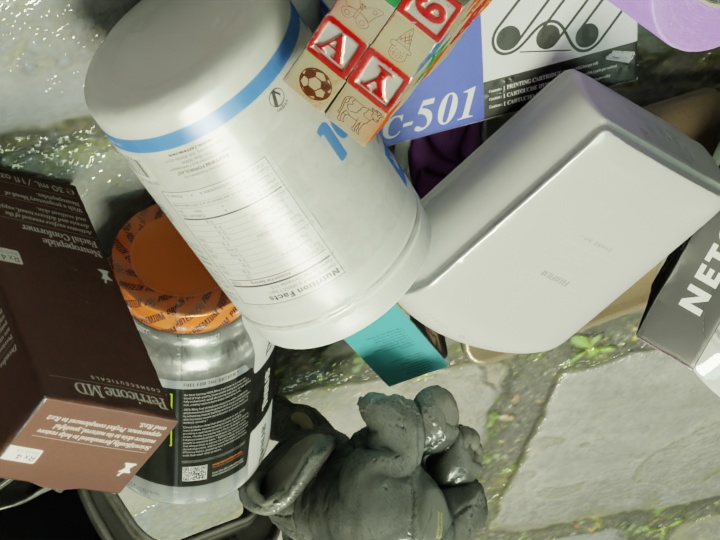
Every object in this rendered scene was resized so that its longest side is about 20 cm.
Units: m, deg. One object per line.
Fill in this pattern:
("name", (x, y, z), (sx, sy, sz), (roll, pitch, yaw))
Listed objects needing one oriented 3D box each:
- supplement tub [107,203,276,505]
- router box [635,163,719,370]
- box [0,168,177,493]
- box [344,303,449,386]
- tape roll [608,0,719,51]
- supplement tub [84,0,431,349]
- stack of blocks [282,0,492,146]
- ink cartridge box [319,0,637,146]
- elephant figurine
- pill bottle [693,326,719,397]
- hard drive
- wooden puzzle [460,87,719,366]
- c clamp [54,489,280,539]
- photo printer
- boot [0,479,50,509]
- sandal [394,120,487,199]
("supplement tub", (-0.116, 0.054, 1.476), (0.122, 0.123, 0.200), (-15, 145, -17))
("router box", (0.263, -0.043, 1.551), (0.201, 0.051, 0.149), (-62, 176, 18))
("box", (-0.195, 0.031, 1.324), (0.100, 0.200, 0.075), (14, 129, -43))
("box", (0.000, 0.000, 1.504), (0.049, 0.083, 0.200), (-18, 150, 14))
("tape roll", (0.220, -0.232, 1.329), (0.200, 0.066, 0.201), (-34, 147, -25))
("supplement tub", (-0.058, -0.066, 1.305), (0.132, 0.132, 0.200), (-31, 125, 7))
("stack of blocks", (0.047, -0.169, 1.252), (0.115, 0.058, 0.200), (-53, 178, 42))
("ink cartridge box", (0.076, -0.144, 1.396), (0.199, 0.044, 0.094), (-16, 126, -16))
("elephant figurine", (-0.020, 0.158, 1.565), (0.199, 0.142, 0.155), (-11, -179, 33))
("pill bottle", (0.333, 0.004, 1.719), (0.200, 0.115, 0.114), (-39, 144, 16))
("hard drive", (-0.213, 0.197, 1.541), (0.134, 0.200, 0.043), (9, 111, -40))
("wooden puzzle", (0.159, -0.037, 1.595), (0.185, 0.046, 0.201), (-18, 141, -31))
("c clamp", (-0.144, 0.142, 1.572), (0.200, 0.171, 0.027), (-6, 146, -50))
("photo printer", (0.119, -0.027, 1.457), (0.200, 0.070, 0.166), (-41, 142, 22))
("boot", (-0.256, 0.101, 1.436), (0.199, 0.131, 0.068), (-32, 145, 8))
("sandal", (0.061, -0.062, 1.508), (0.082, 0.050, 0.203), (-23, 145, -6))
